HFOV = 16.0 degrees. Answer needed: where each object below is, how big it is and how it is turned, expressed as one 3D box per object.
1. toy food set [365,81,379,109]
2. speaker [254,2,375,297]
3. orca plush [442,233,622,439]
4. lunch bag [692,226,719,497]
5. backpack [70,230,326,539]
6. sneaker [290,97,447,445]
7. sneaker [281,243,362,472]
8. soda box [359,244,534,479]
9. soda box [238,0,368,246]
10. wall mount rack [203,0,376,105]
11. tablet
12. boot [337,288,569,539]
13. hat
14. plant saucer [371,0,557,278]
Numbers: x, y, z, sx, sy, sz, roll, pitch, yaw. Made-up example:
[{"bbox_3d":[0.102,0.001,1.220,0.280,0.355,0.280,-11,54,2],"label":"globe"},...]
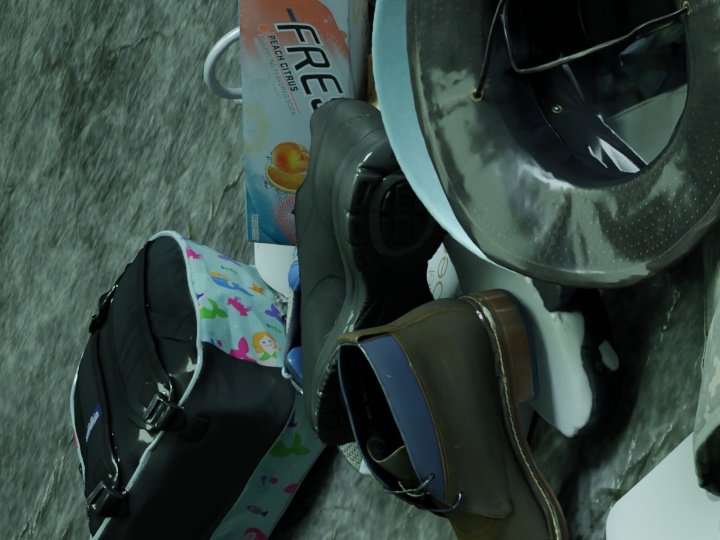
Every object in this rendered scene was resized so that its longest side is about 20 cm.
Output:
[{"bbox_3d":[0.035,-0.101,1.506,0.198,0.049,0.200,74,-157,-72],"label":"toy food set"},{"bbox_3d":[-0.027,-0.075,1.585,0.200,0.081,0.081,92,176,-46],"label":"speaker"},{"bbox_3d":[0.085,-0.005,1.342,0.200,0.071,0.105,47,137,30],"label":"orca plush"},{"bbox_3d":[0.211,-0.008,1.032,0.200,0.117,0.164,-36,39,48],"label":"lunch bag"},{"bbox_3d":[-0.108,0.079,1.658,0.178,0.150,0.200,-58,32,23],"label":"backpack"},{"bbox_3d":[0.000,0.000,1.332,0.091,0.076,0.200,50,139,46],"label":"sneaker"},{"bbox_3d":[-0.012,0.050,1.444,0.085,0.077,0.200,-60,-31,-43],"label":"sneaker"},{"bbox_3d":[0.065,0.027,1.406,0.064,0.068,0.200,-2,70,66],"label":"soda box"},{"bbox_3d":[-0.030,-0.109,1.429,0.068,0.063,0.200,-75,-12,-50],"label":"soda box"},{"bbox_3d":[-0.017,-0.161,1.634,0.174,0.200,0.075,87,158,-55],"label":"wall mount rack"},{"bbox_3d":[0.172,0.110,1.164,0.200,0.014,0.130,-50,30,41],"label":"tablet"},{"bbox_3d":[0.043,0.113,1.279,0.075,0.097,0.200,-17,81,58],"label":"boot"},{"bbox_3d":[0.111,-0.092,1.104,0.200,0.081,0.201,2,93,38],"label":"hat"},{"bbox_3d":[0.094,-0.096,1.194,0.201,0.039,0.201,11,107,37],"label":"plant saucer"}]
